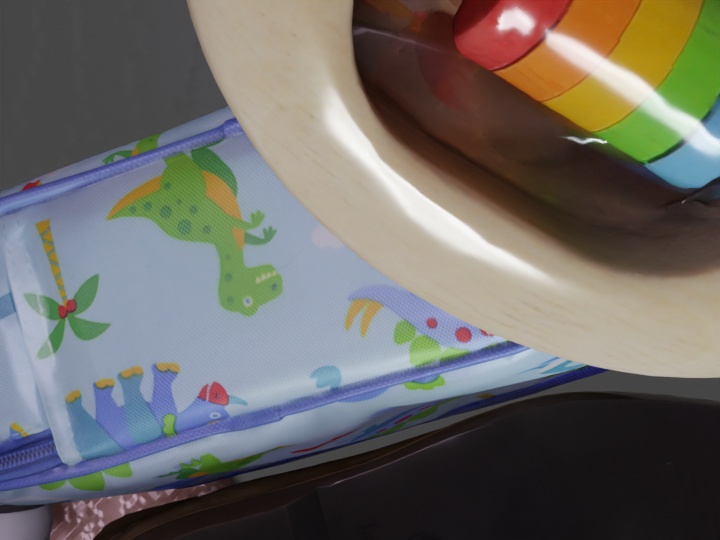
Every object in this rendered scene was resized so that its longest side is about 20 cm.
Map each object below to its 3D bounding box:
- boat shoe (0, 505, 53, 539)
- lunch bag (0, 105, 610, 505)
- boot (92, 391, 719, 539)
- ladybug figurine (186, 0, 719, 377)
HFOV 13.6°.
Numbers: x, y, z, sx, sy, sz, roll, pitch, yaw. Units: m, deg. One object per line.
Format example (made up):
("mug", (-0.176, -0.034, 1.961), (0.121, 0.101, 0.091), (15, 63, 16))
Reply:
("boat shoe", (-0.173, 0.026, 0.846), (0.199, 0.071, 0.064), (21, 100, 14))
("lunch bag", (0.000, 0.000, 0.754), (0.199, 0.161, 0.083), (-17, 86, 17))
("boot", (0.021, 0.067, 0.796), (0.199, 0.075, 0.074), (-9, 102, -10))
("ladybug figurine", (0.048, -0.055, 0.610), (0.200, 0.072, 0.136), (34, 102, -26))
